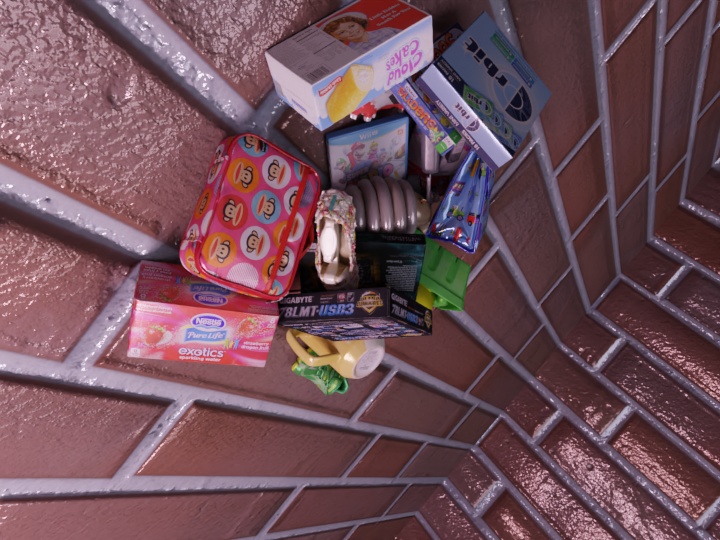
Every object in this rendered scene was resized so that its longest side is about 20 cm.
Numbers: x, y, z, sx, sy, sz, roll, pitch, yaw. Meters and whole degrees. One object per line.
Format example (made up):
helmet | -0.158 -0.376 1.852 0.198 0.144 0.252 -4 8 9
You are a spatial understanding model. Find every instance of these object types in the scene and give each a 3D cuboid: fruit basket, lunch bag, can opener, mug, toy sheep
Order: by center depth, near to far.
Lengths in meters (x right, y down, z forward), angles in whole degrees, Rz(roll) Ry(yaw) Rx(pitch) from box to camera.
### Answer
lunch bag | -0.138 -0.066 0.719 0.174 0.081 0.205 23 79 -38
toy sheep | 0.026 -0.089 0.866 0.195 0.139 0.140 -8 134 -15
can opener | 0.109 -0.186 0.883 0.053 0.065 0.205 -74 167 -60
lunch bag | 0.194 -0.156 0.899 0.151 0.092 0.204 -43 150 -62
fruit basket | 0.103 0.039 1.034 0.214 0.217 0.155 -38 -172 -13
mug | -0.042 0.144 1.051 0.185 0.153 0.151 -34 145 -18

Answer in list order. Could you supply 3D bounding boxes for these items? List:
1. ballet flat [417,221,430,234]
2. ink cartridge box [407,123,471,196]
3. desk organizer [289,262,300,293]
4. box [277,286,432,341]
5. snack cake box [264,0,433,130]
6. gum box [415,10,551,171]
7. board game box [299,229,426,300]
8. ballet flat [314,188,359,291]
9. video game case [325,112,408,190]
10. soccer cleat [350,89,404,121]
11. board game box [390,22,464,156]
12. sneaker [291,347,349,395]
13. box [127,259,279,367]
ballet flat | 0.097 -0.019 1.131 0.202 0.057 0.066 -55 147 10
ink cartridge box | 0.170 -0.246 0.961 0.145 0.086 0.203 -12 134 -40
desk organizer | -0.107 -0.015 0.893 0.197 0.072 0.078 -3 124 -47
box | -0.005 0.074 0.828 0.198 0.195 0.051 27 61 -60
snack cake box | -0.012 -0.284 0.690 0.198 0.115 0.068 -36 145 -16
gum box | 0.191 -0.272 0.778 0.201 0.170 0.044 -51 -169 -35
board game box | 0.000 0.000 0.841 0.194 0.029 0.138 3 130 -4
ballet flat | -0.041 -0.022 0.761 0.065 0.074 0.204 -69 160 -48
video game case | 0.016 -0.161 0.898 0.140 0.018 0.203 -18 138 -13
soccer cleat | 0.029 -0.281 0.790 0.197 0.068 0.087 -21 130 -39
board game box | 0.137 -0.283 0.797 0.201 0.136 0.034 -49 -169 -36
sneaker | -0.078 0.225 1.152 0.074 0.084 0.199 -48 146 3
box | -0.225 0.065 0.753 0.195 0.096 0.101 9 120 -23
